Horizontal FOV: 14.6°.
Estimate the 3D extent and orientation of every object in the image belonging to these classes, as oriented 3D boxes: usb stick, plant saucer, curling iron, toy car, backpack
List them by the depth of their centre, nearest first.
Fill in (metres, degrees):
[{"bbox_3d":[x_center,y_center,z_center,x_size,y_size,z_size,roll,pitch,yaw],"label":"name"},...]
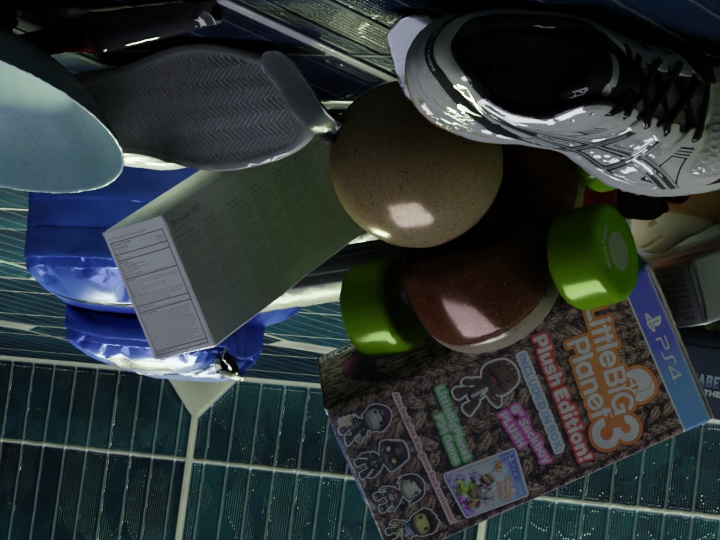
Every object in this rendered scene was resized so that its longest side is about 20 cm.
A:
[{"bbox_3d":[0.037,-0.067,1.504,0.163,0.158,0.200,-14,136,30],"label":"toy car"},{"bbox_3d":[-0.150,-0.129,1.512,0.199,0.026,0.049,2,169,39],"label":"curling iron"},{"bbox_3d":[-0.221,-0.103,1.546,0.200,0.039,0.201,13,160,5],"label":"plant saucer"},{"bbox_3d":[0.000,0.000,1.739,0.199,0.033,0.055,-9,169,35],"label":"usb stick"},{"bbox_3d":[-0.128,-0.017,1.862,0.161,0.169,0.200,-1,167,17],"label":"backpack"}]

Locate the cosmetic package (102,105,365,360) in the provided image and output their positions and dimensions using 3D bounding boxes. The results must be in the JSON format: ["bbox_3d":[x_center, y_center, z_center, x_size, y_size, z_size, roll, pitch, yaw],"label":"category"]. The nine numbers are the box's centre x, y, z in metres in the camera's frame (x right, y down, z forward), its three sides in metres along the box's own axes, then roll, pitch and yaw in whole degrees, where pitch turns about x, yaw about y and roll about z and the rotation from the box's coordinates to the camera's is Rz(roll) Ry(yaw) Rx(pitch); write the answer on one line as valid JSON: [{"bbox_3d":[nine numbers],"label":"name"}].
[{"bbox_3d":[-0.070,-0.025,1.659,0.050,0.083,0.200,-13,-166,32],"label":"cosmetic package"}]

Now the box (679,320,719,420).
[{"bbox_3d":[0.256,0.065,1.865,0.157,0.051,0.200,9,-174,4],"label":"box"}]

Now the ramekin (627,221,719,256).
[{"bbox_3d":[0.251,0.028,2.056,0.199,0.106,0.200,7,173,1],"label":"ramekin"}]

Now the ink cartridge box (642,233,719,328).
[{"bbox_3d":[0.245,-0.005,1.755,0.173,0.044,0.200,-16,-179,-18],"label":"ink cartridge box"}]

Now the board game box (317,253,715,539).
[{"bbox_3d":[0.085,0.068,1.626,0.199,0.097,0.159,-24,-171,0],"label":"board game box"}]

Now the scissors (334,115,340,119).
[{"bbox_3d":[0.016,-0.079,1.831,0.073,0.014,0.200,1,172,30],"label":"scissors"}]

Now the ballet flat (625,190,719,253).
[{"bbox_3d":[0.171,-0.037,1.773,0.199,0.063,0.068,1,170,44],"label":"ballet flat"}]

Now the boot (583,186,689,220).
[{"bbox_3d":[0.124,-0.048,1.720,0.143,0.073,0.200,7,170,-4],"label":"boot"}]

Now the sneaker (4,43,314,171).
[{"bbox_3d":[-0.094,-0.094,1.631,0.199,0.074,0.115,0,-175,28],"label":"sneaker"}]

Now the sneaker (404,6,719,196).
[{"bbox_3d":[0.123,-0.083,1.382,0.199,0.076,0.088,8,173,-9],"label":"sneaker"}]

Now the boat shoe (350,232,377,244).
[{"bbox_3d":[0.001,-0.043,1.809,0.065,0.072,0.200,1,-179,-7],"label":"boat shoe"}]
